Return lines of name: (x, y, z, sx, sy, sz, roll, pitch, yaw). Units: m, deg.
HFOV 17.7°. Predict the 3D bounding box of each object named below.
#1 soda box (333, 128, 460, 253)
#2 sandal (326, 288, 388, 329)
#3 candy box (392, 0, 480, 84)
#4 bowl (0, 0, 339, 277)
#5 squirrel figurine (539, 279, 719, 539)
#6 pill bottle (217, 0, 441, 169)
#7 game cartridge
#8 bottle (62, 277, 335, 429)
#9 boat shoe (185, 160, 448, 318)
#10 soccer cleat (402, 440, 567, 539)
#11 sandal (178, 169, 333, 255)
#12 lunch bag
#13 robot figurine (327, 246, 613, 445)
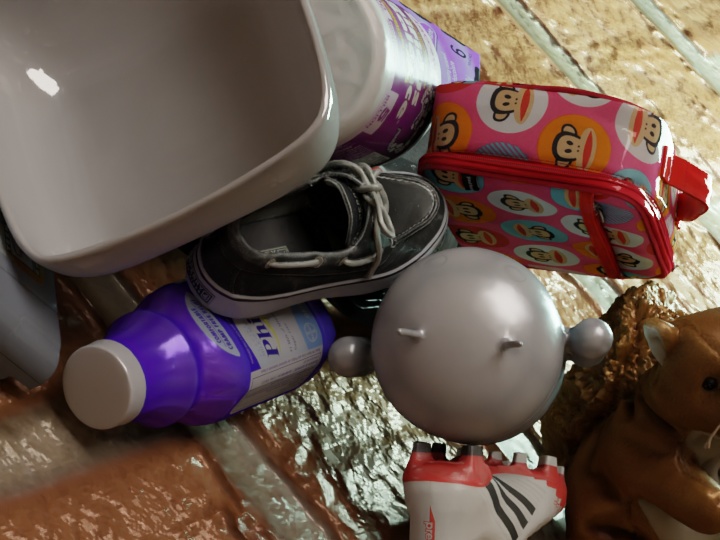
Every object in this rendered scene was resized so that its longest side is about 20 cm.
soda box: (0.014, -0.081, 1.591, 0.200, 0.071, 0.063, 42, -18, -15)
sandal: (0.000, -0.001, 1.465, 0.075, 0.048, 0.200, 45, 6, 27)
candy box: (-0.011, -0.149, 1.705, 0.199, 0.072, 0.168, 32, 30, -17)
bowl: (-0.110, -0.096, 1.292, 0.075, 0.199, 0.201, 53, 14, -56)
squirrel figurine: (0.191, 0.088, 1.472, 0.141, 0.187, 0.200, -11, 40, -24)
pill bottle: (-0.012, -0.121, 1.435, 0.112, 0.112, 0.200, 47, 10, 12)
game cartridge: (-0.222, -0.044, 1.268, 0.133, 0.041, 0.201, 49, 21, -46)
bottle: (-0.093, 0.046, 1.329, 0.084, 0.065, 0.200, 49, 29, 14)
boat shoe: (-0.013, -0.030, 1.349, 0.199, 0.068, 0.074, -12, 65, -41)
soccer cleat: (0.074, 0.150, 1.400, 0.068, 0.086, 0.200, 4, -6, 22)
sandal: (-0.088, -0.036, 1.442, 0.199, 0.082, 0.055, 11, 50, -45)
lunch bag: (0.138, -0.055, 1.480, 0.175, 0.082, 0.200, 8, -14, 16)
robot figurine: (0.067, 0.047, 1.389, 0.200, 0.169, 0.114, 38, 45, -81)
